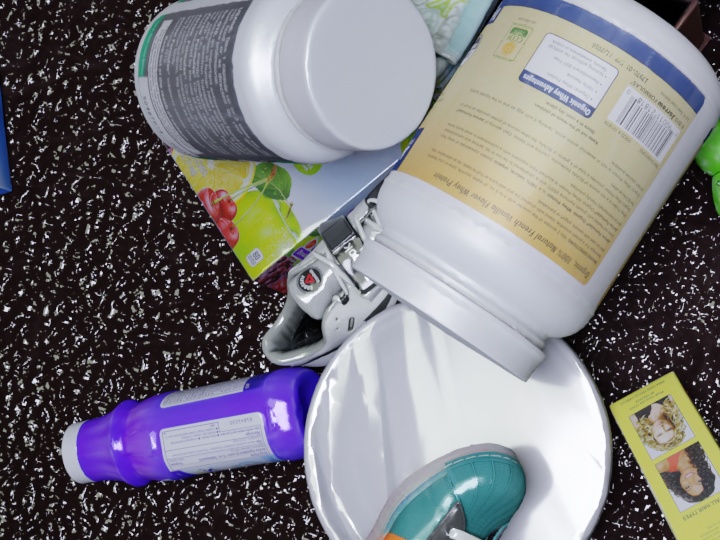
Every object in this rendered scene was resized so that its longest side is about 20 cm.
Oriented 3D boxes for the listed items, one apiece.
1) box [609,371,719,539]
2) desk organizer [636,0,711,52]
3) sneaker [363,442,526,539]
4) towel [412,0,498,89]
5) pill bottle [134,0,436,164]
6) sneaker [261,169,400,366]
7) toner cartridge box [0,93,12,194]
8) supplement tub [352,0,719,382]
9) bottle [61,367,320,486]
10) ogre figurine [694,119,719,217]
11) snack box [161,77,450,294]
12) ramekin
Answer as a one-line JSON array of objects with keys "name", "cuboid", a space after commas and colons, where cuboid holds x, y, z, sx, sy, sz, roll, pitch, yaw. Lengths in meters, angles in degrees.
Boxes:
[{"name": "box", "cuboid": [0.210, 0.154, 0.652, 0.050, 0.075, 0.200, -31, 34, 10]}, {"name": "desk organizer", "cuboid": [0.148, -0.105, 0.769, 0.072, 0.077, 0.200, 37, 95, 21]}, {"name": "sneaker", "cuboid": [0.029, 0.189, 0.655, 0.200, 0.071, 0.080, -48, 35, 15]}, {"name": "towel", "cuboid": [0.026, -0.235, 0.802, 0.171, 0.048, 0.200, 27, 64, 8]}, {"name": "pill bottle", "cuboid": [-0.052, -0.124, 0.712, 0.200, 0.113, 0.114, 10, 84, 53]}, {"name": "sneaker", "cuboid": [0.000, 0.000, 0.760, 0.074, 0.088, 0.200, 49, 125, 23]}, {"name": "toner cartridge box", "cuboid": [-0.365, -0.156, 0.985, 0.095, 0.043, 0.201, -15, 77, 19]}, {"name": "supplement tub", "cuboid": [0.099, -0.052, 0.652, 0.144, 0.144, 0.200, 33, 88, 22]}, {"name": "bottle", "cuboid": [-0.123, 0.119, 0.830, 0.199, 0.083, 0.066, -13, 85, 17]}, {"name": "ogre figurine", "cuboid": [0.278, -0.054, 0.699, 0.119, 0.098, 0.201, -23, 101, 12]}, {"name": "snack box", "cuboid": [-0.036, -0.111, 0.844, 0.200, 0.068, 0.169, -39, 69, 9]}, {"name": "ramekin", "cuboid": [0.070, 0.119, 0.753, 0.201, 0.094, 0.204, -3, 81, 19]}]
